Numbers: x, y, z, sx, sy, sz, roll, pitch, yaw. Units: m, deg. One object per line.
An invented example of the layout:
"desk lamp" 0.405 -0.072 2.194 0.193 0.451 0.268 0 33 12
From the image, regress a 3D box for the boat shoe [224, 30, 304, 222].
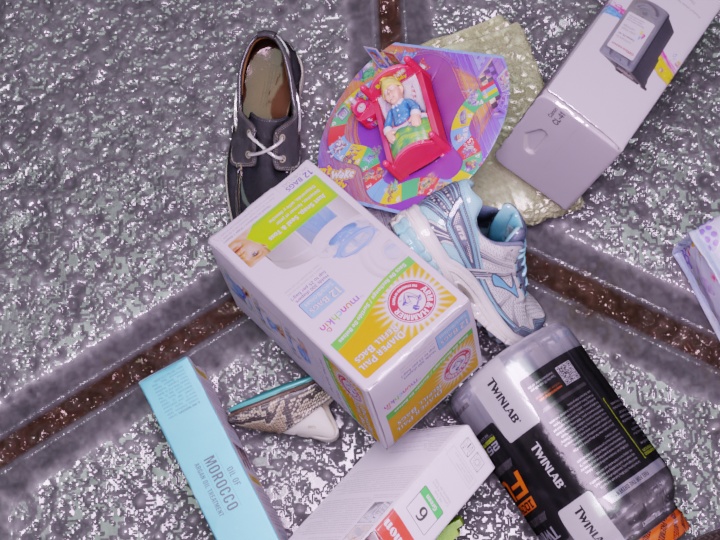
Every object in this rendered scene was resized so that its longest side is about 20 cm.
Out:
"boat shoe" -0.088 -0.115 1.335 0.071 0.068 0.202 3 79 3

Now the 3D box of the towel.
"towel" 0.108 -0.124 1.341 0.147 0.037 0.201 -20 76 -3

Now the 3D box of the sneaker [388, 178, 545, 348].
"sneaker" 0.112 -0.005 1.234 0.086 0.200 0.078 -39 47 13

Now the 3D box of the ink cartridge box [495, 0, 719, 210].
"ink cartridge box" 0.216 -0.168 1.266 0.085 0.148 0.200 35 69 1

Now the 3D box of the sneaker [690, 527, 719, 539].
"sneaker" 0.356 0.241 1.238 0.199 0.073 0.085 -18 110 -9

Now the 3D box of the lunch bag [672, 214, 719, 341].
"lunch bag" 0.386 0.023 1.247 0.169 0.127 0.201 -26 84 -1

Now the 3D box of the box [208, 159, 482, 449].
"box" -0.010 0.026 1.184 0.112 0.102 0.200 -39 58 -14

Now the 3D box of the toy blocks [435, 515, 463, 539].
"toy blocks" 0.028 0.310 1.224 0.199 0.100 0.137 -29 87 3

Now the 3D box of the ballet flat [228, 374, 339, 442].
"ballet flat" -0.015 0.101 1.284 0.199 0.068 0.076 -32 88 -7

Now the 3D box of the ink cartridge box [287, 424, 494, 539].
"ink cartridge box" 0.009 0.206 1.190 0.200 0.109 0.051 -44 109 -36

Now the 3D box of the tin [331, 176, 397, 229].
"tin" 0.000 0.000 1.282 0.111 0.042 0.201 -19 55 3

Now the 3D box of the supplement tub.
"supplement tub" 0.175 0.155 1.228 0.122 0.123 0.201 -33 77 -5

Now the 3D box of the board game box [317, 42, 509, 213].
"board game box" 0.031 -0.132 1.270 0.199 0.039 0.159 16 75 45

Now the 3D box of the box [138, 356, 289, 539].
"box" -0.117 0.176 1.261 0.049 0.082 0.201 -28 77 -2
